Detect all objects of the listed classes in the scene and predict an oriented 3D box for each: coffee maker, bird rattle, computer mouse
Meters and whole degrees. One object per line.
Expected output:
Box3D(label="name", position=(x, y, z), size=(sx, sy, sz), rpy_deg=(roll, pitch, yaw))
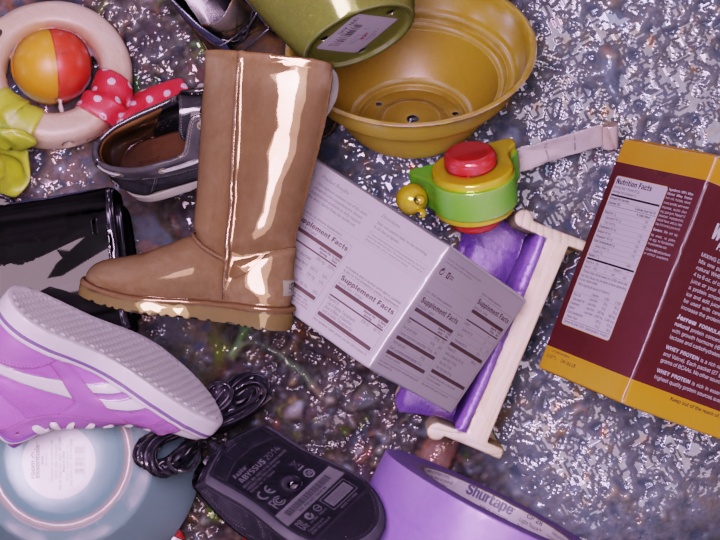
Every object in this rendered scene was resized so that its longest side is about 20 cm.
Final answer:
Box3D(label="coffee maker", position=(-0.278, 0.011, 1.504), size=(0.200, 0.192, 0.135), rpy_deg=(-8, 110, 1))
Box3D(label="bird rattle", position=(-0.243, -0.148, 1.566), size=(0.200, 0.113, 0.163), rpy_deg=(-13, 75, -2))
Box3D(label="computer mouse", position=(-0.066, 0.169, 1.483), size=(0.200, 0.053, 0.138), rpy_deg=(33, 47, 28))

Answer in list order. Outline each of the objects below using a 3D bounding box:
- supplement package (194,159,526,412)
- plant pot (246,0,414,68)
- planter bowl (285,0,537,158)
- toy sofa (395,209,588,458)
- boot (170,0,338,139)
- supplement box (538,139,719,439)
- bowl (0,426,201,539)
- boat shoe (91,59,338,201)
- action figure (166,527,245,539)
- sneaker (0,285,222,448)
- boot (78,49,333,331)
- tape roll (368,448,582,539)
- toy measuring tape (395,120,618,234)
Box3D(label="supplement package", position=(0.000, 0.000, 1.498), size=(0.200, 0.156, 0.111), rpy_deg=(35, 92, 31))
Box3D(label="plant pot", position=(-0.039, -0.264, 1.490), size=(0.187, 0.187, 0.200), rpy_deg=(-22, 73, 1))
Box3D(label="planter bowl", position=(0.042, -0.150, 1.548), size=(0.200, 0.200, 0.083), rpy_deg=(-3, 134, 0))
Box3D(label="toy sofa", position=(0.104, 0.047, 1.572), size=(0.098, 0.083, 0.200), rpy_deg=(22, 91, -1))
Box3D(label="boot", position=(-0.097, -0.182, 1.559), size=(0.075, 0.097, 0.200), rpy_deg=(-42, 90, 11))
Box3D(label="supplement box", position=(0.285, 0.026, 1.513), size=(0.197, 0.133, 0.200), rpy_deg=(20, 91, -25))
Box3D(label="bowl", position=(-0.232, 0.150, 1.534), size=(0.201, 0.105, 0.201), rpy_deg=(0, 81, 0))
Box3D(label="boat shoe", position=(-0.111, -0.112, 1.464), size=(0.200, 0.068, 0.072), rpy_deg=(-21, 58, 19))
Box3D(label="action figure", position=(-0.100, 0.293, 1.580), size=(0.099, 0.065, 0.200), rpy_deg=(-28, 91, 24))
Box3D(label="sneaker", position=(-0.211, 0.098, 1.460), size=(0.200, 0.073, 0.114), rpy_deg=(29, 110, -21))
Box3D(label="boot", position=(-0.114, -0.064, 1.419), size=(0.175, 0.066, 0.200), rpy_deg=(7, 95, 8))
Box3D(label="tape roll", position=(0.091, 0.223, 1.517), size=(0.200, 0.200, 0.085), rpy_deg=(25, 91, 0))
Box3D(label="toy measuring tape", position=(0.125, -0.074, 1.520), size=(0.200, 0.074, 0.074), rpy_deg=(-15, 91, -14))
